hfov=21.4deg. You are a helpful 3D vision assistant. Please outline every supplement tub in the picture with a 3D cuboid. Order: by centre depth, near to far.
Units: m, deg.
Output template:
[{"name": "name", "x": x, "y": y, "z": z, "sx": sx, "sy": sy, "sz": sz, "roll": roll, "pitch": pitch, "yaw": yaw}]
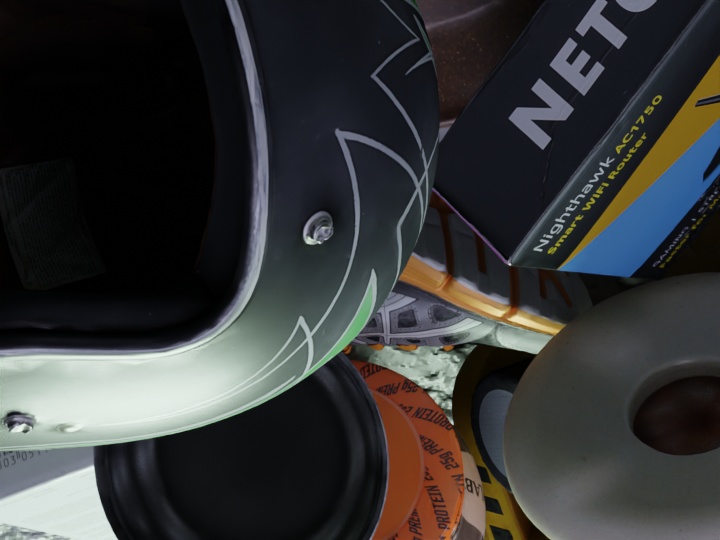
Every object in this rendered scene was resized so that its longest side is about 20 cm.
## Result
[{"name": "supplement tub", "x": -0.009, "y": 0.123, "z": 0.834, "sx": 0.121, "sy": 0.123, "sz": 0.200, "roll": 0, "pitch": 153, "yaw": -3}]

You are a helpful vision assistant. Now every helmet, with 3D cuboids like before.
[{"name": "helmet", "x": -0.069, "y": -0.041, "z": 0.592, "sx": 0.189, "sy": 0.201, "sz": 0.201, "roll": -21, "pitch": 136, "yaw": -1}]

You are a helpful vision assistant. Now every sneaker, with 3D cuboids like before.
[{"name": "sneaker", "x": 0.000, "y": 0.000, "z": 0.768, "sx": 0.198, "sy": 0.079, "sz": 0.078, "roll": 16, "pitch": 126, "yaw": -14}]

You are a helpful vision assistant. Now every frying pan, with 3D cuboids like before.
[{"name": "frying pan", "x": -0.044, "y": 0.032, "z": 0.710, "sx": 0.114, "sy": 0.192, "sz": 0.031, "roll": 0, "pitch": -177, "yaw": 12}]

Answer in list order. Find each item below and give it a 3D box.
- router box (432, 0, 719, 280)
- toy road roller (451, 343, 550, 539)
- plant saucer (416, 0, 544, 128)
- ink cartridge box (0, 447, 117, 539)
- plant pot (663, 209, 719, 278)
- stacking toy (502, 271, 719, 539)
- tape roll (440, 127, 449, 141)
[{"name": "router box", "x": 0.123, "y": -0.089, "z": 0.656, "sx": 0.201, "sy": 0.051, "sz": 0.149, "roll": -54, "pitch": 156, "yaw": 17}, {"name": "toy road roller", "x": 0.110, "y": 0.118, "z": 0.887, "sx": 0.122, "sy": 0.201, "sz": 0.146, "roll": -19, "pitch": 176, "yaw": -32}, {"name": "plant saucer", "x": 0.008, "y": -0.132, "z": 0.661, "sx": 0.198, "sy": 0.037, "sz": 0.201, "roll": -1, "pitch": 136, "yaw": -1}, {"name": "ink cartridge box", "x": -0.078, "y": 0.089, "z": 0.939, "sx": 0.159, "sy": 0.048, "sz": 0.200, "roll": -22, "pitch": 159, "yaw": 20}, {"name": "plant pot", "x": 0.209, "y": -0.050, "z": 0.803, "sx": 0.198, "sy": 0.028, "sz": 0.201, "roll": -8, "pitch": 138, "yaw": -7}, {"name": "stacking toy", "x": 0.145, "y": 0.114, "z": 0.751, "sx": 0.145, "sy": 0.147, "sz": 0.201, "roll": -12, "pitch": 129, "yaw": 10}, {"name": "tape roll", "x": 0.040, "y": -0.108, "z": 0.742, "sx": 0.201, "sy": 0.037, "sz": 0.204, "roll": -2, "pitch": 137, "yaw": -2}]
